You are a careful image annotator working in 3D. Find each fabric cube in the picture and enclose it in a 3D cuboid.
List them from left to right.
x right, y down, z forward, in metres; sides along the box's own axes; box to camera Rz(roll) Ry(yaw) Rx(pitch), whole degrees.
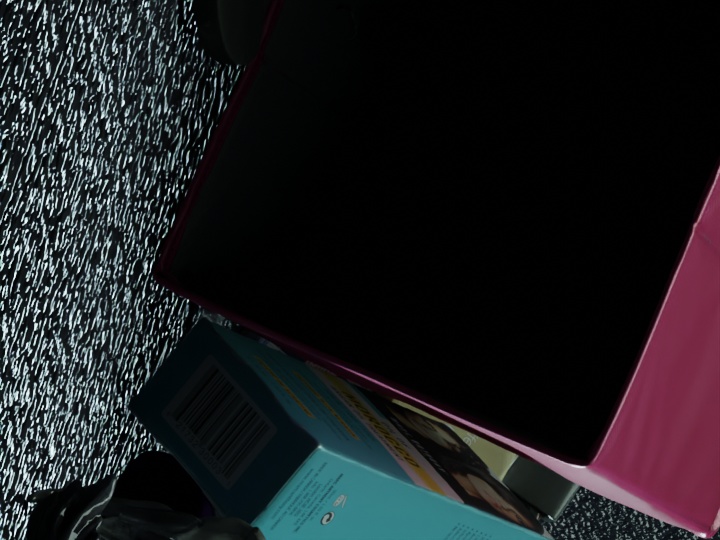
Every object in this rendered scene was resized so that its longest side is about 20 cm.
[{"bbox_3d":[0.073,-0.030,1.193,0.200,0.196,0.199,-66,155,-3],"label":"fabric cube"}]

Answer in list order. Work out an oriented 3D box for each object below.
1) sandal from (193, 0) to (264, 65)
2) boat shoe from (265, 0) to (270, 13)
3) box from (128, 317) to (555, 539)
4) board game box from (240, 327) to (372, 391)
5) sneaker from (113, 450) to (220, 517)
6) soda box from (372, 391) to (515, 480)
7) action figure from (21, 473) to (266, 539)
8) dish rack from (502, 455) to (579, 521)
[{"bbox_3d":[-0.022,-0.158,1.044,0.075,0.045,0.200,-66,170,-62],"label":"sandal"},{"bbox_3d":[-0.005,-0.114,1.264,0.073,0.063,0.200,65,40,-83],"label":"boat shoe"},{"bbox_3d":[-0.003,0.084,1.220,0.049,0.082,0.200,-50,147,9],"label":"box"},{"bbox_3d":[0.000,0.000,1.460,0.200,0.062,0.200,-53,-172,-9],"label":"board game box"},{"bbox_3d":[-0.064,0.098,1.207,0.200,0.074,0.088,-77,166,-66],"label":"sneaker"},{"bbox_3d":[0.036,0.072,1.410,0.200,0.068,0.064,-57,-169,-30],"label":"soda box"},{"bbox_3d":[-0.078,0.120,0.931,0.119,0.102,0.200,-64,177,3],"label":"action figure"},{"bbox_3d":[0.079,0.092,1.537,0.153,0.055,0.200,-53,-174,-12],"label":"dish rack"}]
